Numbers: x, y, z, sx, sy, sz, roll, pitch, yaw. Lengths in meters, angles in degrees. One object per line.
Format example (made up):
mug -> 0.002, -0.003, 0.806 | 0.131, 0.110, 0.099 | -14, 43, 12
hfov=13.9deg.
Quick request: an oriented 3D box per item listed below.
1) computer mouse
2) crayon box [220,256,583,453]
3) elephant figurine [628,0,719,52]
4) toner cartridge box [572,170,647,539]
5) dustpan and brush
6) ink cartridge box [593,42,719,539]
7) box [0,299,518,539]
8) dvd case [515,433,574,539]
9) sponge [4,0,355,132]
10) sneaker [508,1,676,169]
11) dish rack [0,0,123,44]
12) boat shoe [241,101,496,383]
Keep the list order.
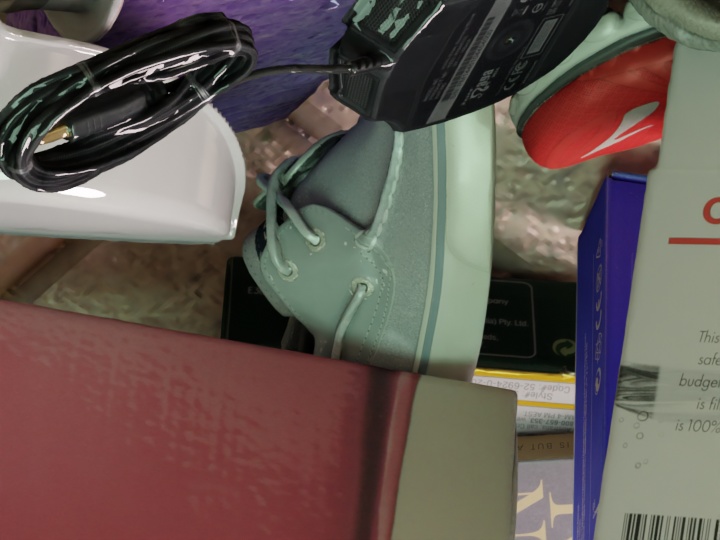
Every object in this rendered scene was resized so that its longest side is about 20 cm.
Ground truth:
computer mouse -> -0.013, -0.059, 0.753 | 0.200, 0.034, 0.059 | -16, 150, -41
crayon box -> 0.008, 0.089, 1.042 | 0.126, 0.052, 0.200 | 5, 130, -3
elephant figurine -> 0.099, -0.135, 0.818 | 0.141, 0.155, 0.200 | -7, 165, -47
toner cartridge box -> 0.116, 0.068, 0.923 | 0.095, 0.200, 0.043 | 9, 147, -7
dustpan and brush -> -0.099, -0.045, 0.750 | 0.140, 0.200, 0.057 | 4, 86, -2
ink cartridge box -> 0.135, 0.036, 0.818 | 0.116, 0.200, 0.068 | 3, 165, 29
box -> -0.063, 0.095, 0.875 | 0.200, 0.109, 0.128 | 10, 140, -7
dvd case -> 0.056, 0.115, 1.020 | 0.200, 0.016, 0.149 | -4, 130, 3
sponge -> -0.035, -0.082, 0.826 | 0.112, 0.030, 0.200 | -9, 165, -27
sneaker -> 0.138, -0.053, 0.875 | 0.200, 0.077, 0.085 | -14, 86, 24
dish rack -> -0.087, -0.174, 0.738 | 0.044, 0.172, 0.200 | -6, 137, -30
boat shoe -> 0.000, 0.000, 0.889 | 0.071, 0.070, 0.201 | 4, 132, -5
